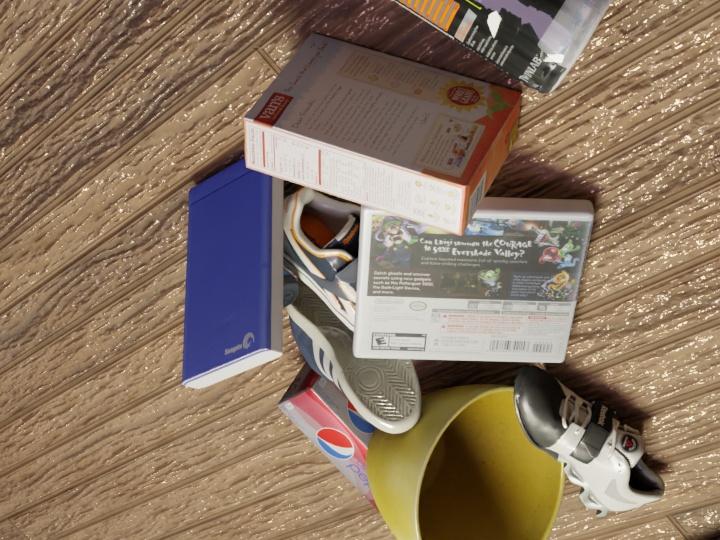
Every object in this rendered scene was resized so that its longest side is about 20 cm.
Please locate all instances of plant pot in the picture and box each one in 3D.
[{"bbox_3d":[0.087,0.200,1.394,0.141,0.200,0.201,13,139,52],"label":"plant pot"}]

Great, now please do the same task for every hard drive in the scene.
[{"bbox_3d":[-0.120,-0.002,1.321,0.025,0.202,0.131,18,151,-38],"label":"hard drive"}]

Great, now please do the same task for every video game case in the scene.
[{"bbox_3d":[0.096,0.010,1.245,0.197,0.024,0.183,2,133,-2],"label":"video game case"}]

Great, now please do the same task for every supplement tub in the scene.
[{"bbox_3d":[0.088,-0.230,1.025,0.199,0.123,0.123,33,138,1],"label":"supplement tub"}]

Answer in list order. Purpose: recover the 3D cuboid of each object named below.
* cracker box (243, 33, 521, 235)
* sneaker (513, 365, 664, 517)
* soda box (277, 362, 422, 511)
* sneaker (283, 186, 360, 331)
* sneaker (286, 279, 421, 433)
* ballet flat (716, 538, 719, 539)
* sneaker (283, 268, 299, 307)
[{"bbox_3d":[0.019,-0.117,1.163,0.198,0.134,0.058,19,137,16],"label":"cracker box"},{"bbox_3d":[0.223,0.156,1.337,0.088,0.075,0.200,-16,129,41],"label":"sneaker"},{"bbox_3d":[0.008,0.182,1.492,0.200,0.070,0.063,47,136,-14],"label":"soda box"},{"bbox_3d":[0.000,0.000,1.324,0.199,0.079,0.080,36,142,-1],"label":"sneaker"},{"bbox_3d":[-0.004,0.095,1.383,0.201,0.074,0.085,53,158,34],"label":"sneaker"},{"bbox_3d":[0.328,0.303,1.432,0.066,0.058,0.199,8,158,-40],"label":"ballet flat"},{"bbox_3d":[-0.118,0.019,1.395,0.079,0.065,0.200,68,157,6],"label":"sneaker"}]
